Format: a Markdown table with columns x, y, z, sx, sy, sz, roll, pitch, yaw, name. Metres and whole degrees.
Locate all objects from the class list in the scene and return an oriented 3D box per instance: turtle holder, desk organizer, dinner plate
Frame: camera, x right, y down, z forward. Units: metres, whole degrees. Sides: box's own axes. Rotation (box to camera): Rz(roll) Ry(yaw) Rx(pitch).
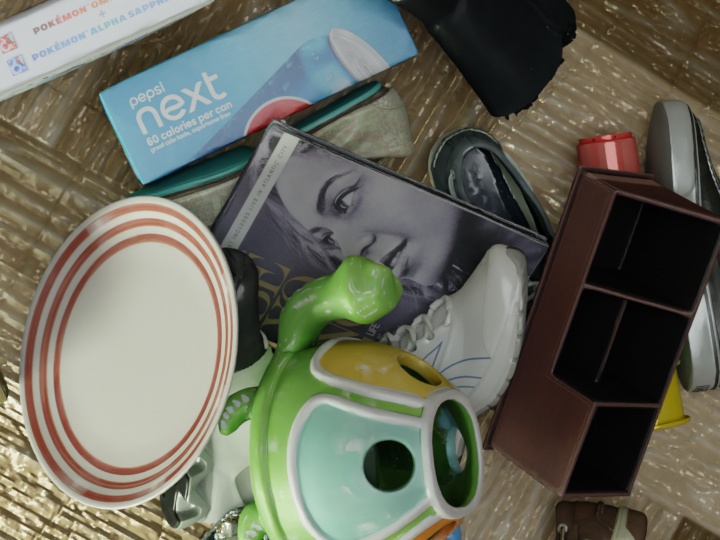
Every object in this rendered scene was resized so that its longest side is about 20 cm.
| x | y | z | sx | sy | sz | roll | pitch | yaw | name |
| --- | --- | --- | --- | --- | --- | --- | --- | --- | --- |
| 0.005 | 0.097 | 1.426 | 0.132 | 0.141 | 0.186 | -6 | 65 | 33 | turtle holder |
| 0.157 | 0.042 | 1.480 | 0.072 | 0.077 | 0.200 | 4 | 110 | -41 | desk organizer |
| -0.144 | 0.052 | 1.464 | 0.024 | 0.200 | 0.200 | 17 | 91 | -47 | dinner plate |

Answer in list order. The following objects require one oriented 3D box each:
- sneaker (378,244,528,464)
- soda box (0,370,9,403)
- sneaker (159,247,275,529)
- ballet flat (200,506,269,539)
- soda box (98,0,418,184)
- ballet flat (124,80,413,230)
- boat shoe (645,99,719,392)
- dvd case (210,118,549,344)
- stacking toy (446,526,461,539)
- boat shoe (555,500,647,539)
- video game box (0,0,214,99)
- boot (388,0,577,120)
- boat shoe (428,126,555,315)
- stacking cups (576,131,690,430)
| x | y | z | sx | sy | sz | roll | pitch | yaw | name |
| --- | --- | --- | --- | --- | --- | --- | --- | --- | --- |
| 0.048 | 0.063 | 1.491 | 0.087 | 0.075 | 0.200 | 23 | 119 | -7 | sneaker |
| -0.297 | 0.005 | 1.483 | 0.068 | 0.064 | 0.200 | -24 | 95 | -5 | soda box |
| -0.075 | 0.074 | 1.501 | 0.088 | 0.074 | 0.200 | -1 | 120 | -21 | sneaker |
| -0.123 | 0.223 | 1.504 | 0.200 | 0.074 | 0.074 | -44 | 97 | 1 | ballet flat |
| -0.067 | -0.128 | 1.506 | 0.200 | 0.064 | 0.068 | -26 | 96 | -5 | soda box |
| -0.056 | -0.058 | 1.512 | 0.200 | 0.067 | 0.062 | -25 | 103 | -5 | ballet flat |
| 0.234 | -0.020 | 1.551 | 0.064 | 0.071 | 0.200 | -10 | 102 | -6 | boat shoe |
| 0.000 | 0.000 | 1.498 | 0.200 | 0.016 | 0.149 | 23 | 120 | -15 | dvd case |
| 0.021 | 0.225 | 1.465 | 0.110 | 0.200 | 0.116 | 5 | 96 | -8 | stacking toy |
| 0.134 | 0.252 | 1.554 | 0.075 | 0.075 | 0.202 | 15 | 85 | 6 | boat shoe |
| -0.184 | -0.145 | 1.422 | 0.182 | 0.200 | 0.047 | -23 | 97 | -5 | video game box |
| 0.074 | -0.216 | 1.513 | 0.168 | 0.076 | 0.200 | 41 | 48 | -32 | boot |
| 0.103 | -0.001 | 1.535 | 0.073 | 0.062 | 0.200 | -24 | 96 | -8 | boat shoe |
| 0.174 | 0.008 | 1.550 | 0.060 | 0.061 | 0.200 | -11 | 91 | -7 | stacking cups |
